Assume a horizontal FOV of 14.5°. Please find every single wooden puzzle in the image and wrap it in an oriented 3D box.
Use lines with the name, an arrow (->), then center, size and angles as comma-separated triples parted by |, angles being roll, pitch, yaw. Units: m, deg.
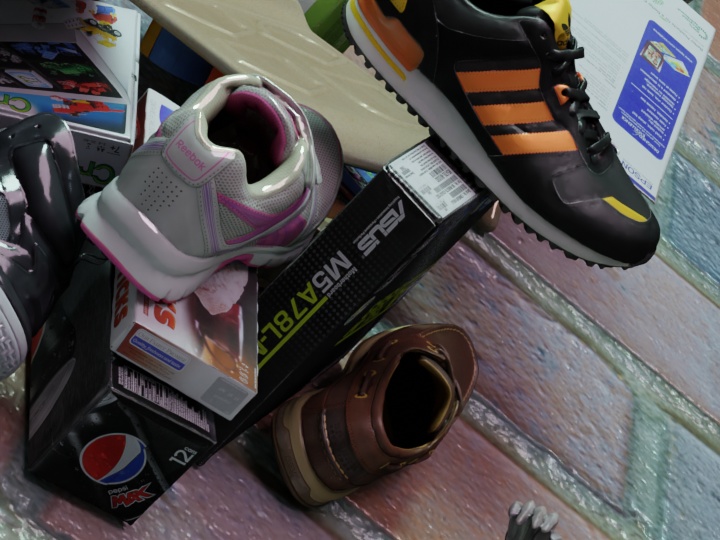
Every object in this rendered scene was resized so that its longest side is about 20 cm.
wooden puzzle -> -0.048, -0.110, 1.661 | 0.185, 0.046, 0.200 | 12, 26, -49

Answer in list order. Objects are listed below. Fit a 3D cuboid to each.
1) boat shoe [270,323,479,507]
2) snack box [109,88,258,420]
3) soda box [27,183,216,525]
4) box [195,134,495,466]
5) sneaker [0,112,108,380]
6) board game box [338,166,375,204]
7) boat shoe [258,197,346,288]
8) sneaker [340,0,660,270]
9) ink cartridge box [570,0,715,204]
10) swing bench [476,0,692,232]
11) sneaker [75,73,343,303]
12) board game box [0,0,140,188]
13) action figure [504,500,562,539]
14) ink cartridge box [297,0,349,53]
boat shoe -> 0.025, 0.072, 1.528 | 0.200, 0.067, 0.072 | -31, 101, -62
snack box -> -0.085, -0.011, 1.394 | 0.072, 0.024, 0.200 | 31, 29, -22
soda box -> -0.119, 0.026, 1.401 | 0.063, 0.071, 0.200 | 32, 29, -27
box -> 0.000, 0.000, 1.477 | 0.048, 0.193, 0.200 | 44, 25, 5
sneaker -> -0.206, -0.050, 1.338 | 0.200, 0.075, 0.114 | 48, 58, -6
board game box -> -0.034, -0.092, 1.759 | 0.200, 0.019, 0.103 | 45, 25, 0
boat shoe -> -0.072, -0.036, 1.576 | 0.200, 0.072, 0.068 | 29, 24, -47
sneaker -> 0.086, -0.089, 1.407 | 0.200, 0.090, 0.070 | 43, 26, 0
ink cartridge box -> 0.139, -0.110, 1.611 | 0.099, 0.039, 0.200 | 41, 35, -10
swing bench -> 0.129, -0.157, 1.800 | 0.130, 0.199, 0.200 | 42, 61, -8
sneaker -> -0.051, -0.050, 1.370 | 0.081, 0.088, 0.200 | 45, 27, 4
board game box -> -0.211, -0.109, 1.427 | 0.199, 0.035, 0.126 | 13, 35, -11
action figure -> 0.093, 0.189, 1.443 | 0.119, 0.102, 0.200 | 44, 25, 25
ink cartridge box -> -0.048, -0.257, 1.830 | 0.200, 0.148, 0.076 | 51, 26, 13
